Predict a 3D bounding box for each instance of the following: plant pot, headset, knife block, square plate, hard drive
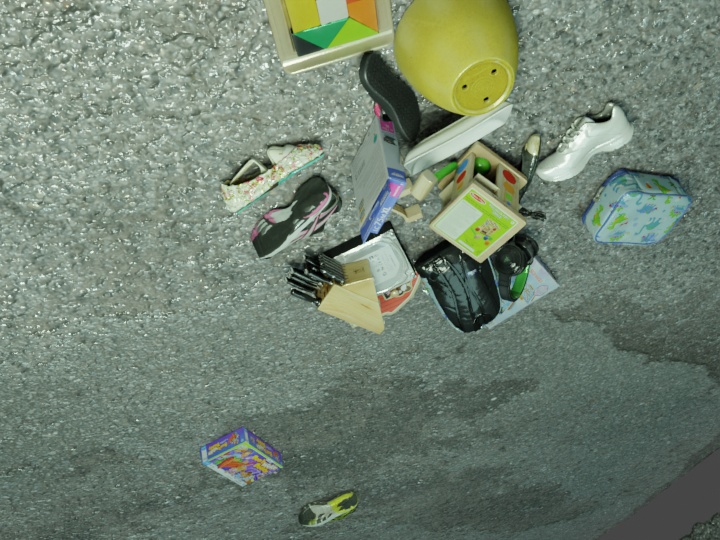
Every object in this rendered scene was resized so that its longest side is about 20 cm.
[{"bbox_3d":[0.164,-0.323,1.163,0.197,0.143,0.201,-10,140,-9],"label":"plant pot"},{"bbox_3d":[0.330,-0.031,1.539,0.123,0.093,0.203,-35,130,-50],"label":"headset"},{"bbox_3d":[-0.053,0.053,1.497,0.173,0.064,0.202,-15,128,0],"label":"knife block"},{"bbox_3d":[0.162,-0.226,1.286,0.196,0.029,0.200,-28,178,7],"label":"square plate"},{"bbox_3d":[0.000,0.000,1.532,0.198,0.038,0.140,-24,127,8],"label":"hard drive"}]

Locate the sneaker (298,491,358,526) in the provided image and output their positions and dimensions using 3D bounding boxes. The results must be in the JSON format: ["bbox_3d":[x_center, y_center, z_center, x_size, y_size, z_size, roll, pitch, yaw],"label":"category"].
[{"bbox_3d":[-0.096,0.762,2.365,0.197,0.075,0.085,-17,141,-2],"label":"sneaker"}]

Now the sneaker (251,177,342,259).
[{"bbox_3d":[-0.111,-0.081,1.389,0.199,0.081,0.086,-33,150,25],"label":"sneaker"}]

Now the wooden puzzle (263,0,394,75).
[{"bbox_3d":[-0.046,-0.387,1.090,0.183,0.038,0.201,-17,140,-2],"label":"wooden puzzle"}]

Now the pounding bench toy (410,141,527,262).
[{"bbox_3d":[0.189,-0.150,1.372,0.199,0.157,0.124,33,130,-16],"label":"pounding bench toy"}]

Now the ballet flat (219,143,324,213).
[{"bbox_3d":[-0.155,-0.169,1.278,0.199,0.076,0.064,-32,106,8],"label":"ballet flat"}]

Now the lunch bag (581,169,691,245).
[{"bbox_3d":[0.581,-0.127,1.601,0.197,0.083,0.162,1,136,-22],"label":"lunch bag"}]

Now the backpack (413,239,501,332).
[{"bbox_3d":[0.215,0.030,1.578,0.162,0.154,0.202,-31,101,-1],"label":"backpack"}]

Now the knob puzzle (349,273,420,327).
[{"bbox_3d":[0.044,0.047,1.631,0.216,0.031,0.221,-11,139,-9],"label":"knob puzzle"}]

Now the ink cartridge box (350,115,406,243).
[{"bbox_3d":[0.029,-0.152,1.260,0.041,0.202,0.120,14,133,-19],"label":"ink cartridge box"}]

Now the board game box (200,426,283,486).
[{"bbox_3d":[-0.312,0.495,1.995,0.133,0.045,0.200,-27,140,10],"label":"board game box"}]

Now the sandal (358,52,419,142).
[{"bbox_3d":[0.042,-0.281,1.229,0.045,0.076,0.200,1,156,34],"label":"sandal"}]

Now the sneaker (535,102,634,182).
[{"bbox_3d":[0.413,-0.244,1.424,0.199,0.075,0.087,-34,127,8],"label":"sneaker"}]

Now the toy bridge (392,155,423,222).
[{"bbox_3d":[0.066,-0.148,1.405,0.066,0.027,0.201,-21,145,4],"label":"toy bridge"}]

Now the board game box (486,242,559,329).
[{"bbox_3d":[0.325,0.032,1.715,0.198,0.041,0.200,-34,138,17],"label":"board game box"}]

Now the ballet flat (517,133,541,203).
[{"bbox_3d":[0.298,-0.175,1.453,0.056,0.067,0.202,21,130,3],"label":"ballet flat"}]
